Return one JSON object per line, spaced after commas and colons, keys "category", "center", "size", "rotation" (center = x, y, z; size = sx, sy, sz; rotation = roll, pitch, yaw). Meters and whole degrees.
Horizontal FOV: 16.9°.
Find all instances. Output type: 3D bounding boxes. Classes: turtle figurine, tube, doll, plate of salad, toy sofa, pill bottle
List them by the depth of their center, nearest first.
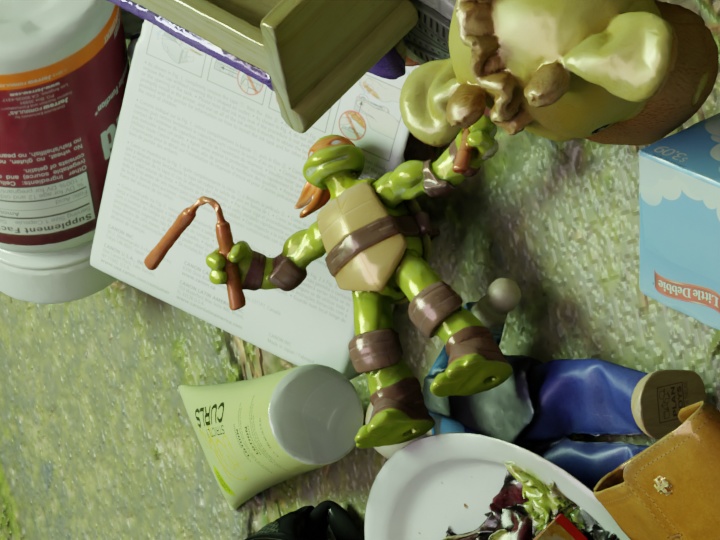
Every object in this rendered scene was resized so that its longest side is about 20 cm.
{"category": "toy sofa", "center": [-0.075, -0.135, 1.111], "size": [0.200, 0.083, 0.098], "rotation": [29, 150, 30]}
{"category": "plate of salad", "center": [0.073, 0.168, 1.136], "size": [0.200, 0.048, 0.201], "rotation": [26, 132, 33]}
{"category": "doll", "center": [0.077, 0.071, 1.146], "size": [0.200, 0.048, 0.137], "rotation": [-2, 103, 49]}
{"category": "turtle figurine", "center": [0.000, 0.000, 1.155], "size": [0.200, 0.064, 0.162], "rotation": [-29, 67, 17]}
{"category": "tube", "center": [-0.055, 0.087, 1.285], "size": [0.200, 0.052, 0.058], "rotation": [158, 130, -69]}
{"category": "pill bottle", "center": [-0.179, -0.083, 1.336], "size": [0.114, 0.114, 0.200], "rotation": [46, 154, 35]}

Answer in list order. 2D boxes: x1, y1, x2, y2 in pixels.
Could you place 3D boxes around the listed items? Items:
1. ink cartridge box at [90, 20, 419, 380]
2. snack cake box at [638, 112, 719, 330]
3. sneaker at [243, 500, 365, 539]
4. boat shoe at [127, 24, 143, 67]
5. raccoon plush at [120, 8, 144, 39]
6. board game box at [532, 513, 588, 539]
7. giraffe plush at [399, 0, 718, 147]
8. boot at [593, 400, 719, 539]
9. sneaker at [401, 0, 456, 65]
{"category": "ink cartridge box", "center": [-0.045, -0.063, 1.232], "size": [0.162, 0.050, 0.201], "rotation": [25, 114, 19]}
{"category": "snack cake box", "center": [0.213, -0.007, 0.911], "size": [0.200, 0.115, 0.067], "rotation": [27, 130, 44]}
{"category": "sneaker", "center": [-0.038, 0.197, 1.301], "size": [0.076, 0.114, 0.200], "rotation": [45, 156, 30]}
{"category": "boat shoe", "center": [-0.053, -0.160, 1.246], "size": [0.202, 0.074, 0.086], "rotation": [-17, 84, 47]}
{"category": "raccoon plush", "center": [-0.185, -0.205, 1.421], "size": [0.199, 0.097, 0.135], "rotation": [8, 88, 19]}
{"category": "board game box", "center": [0.111, 0.224, 1.070], "size": [0.200, 0.046, 0.152], "rotation": [46, 137, 6]}
{"category": "giraffe plush", "center": [0.096, -0.121, 0.943], "size": [0.173, 0.199, 0.163], "rotation": [131, 151, -64]}
{"category": "boot", "center": [0.182, 0.111, 0.977], "size": [0.144, 0.071, 0.201], "rotation": [51, 145, -5]}
{"category": "sneaker", "center": [0.016, -0.167, 1.141], "size": [0.200, 0.099, 0.078], "rotation": [37, 155, 17]}
